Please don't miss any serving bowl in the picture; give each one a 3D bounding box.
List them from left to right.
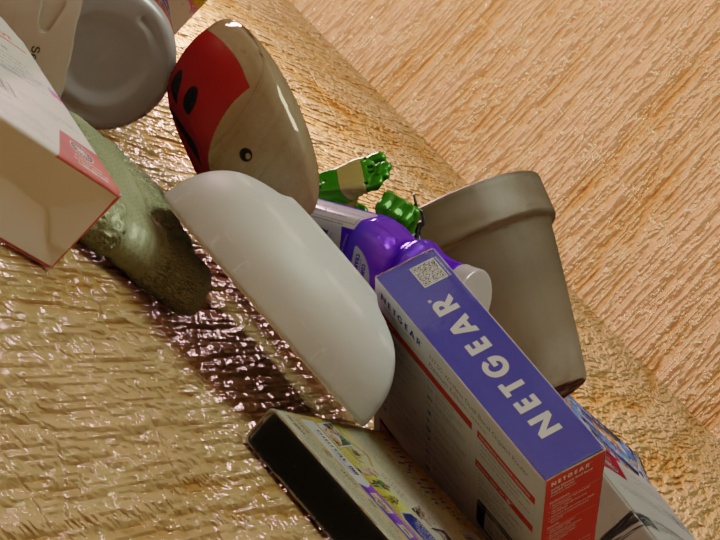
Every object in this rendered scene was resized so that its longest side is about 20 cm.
[{"bbox_3d":[-0.041,0.006,1.479,0.200,0.066,0.200,49,-1,1],"label":"serving bowl"}]

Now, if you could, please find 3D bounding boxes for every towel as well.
[{"bbox_3d":[-0.171,-0.054,1.494,0.148,0.037,0.200,38,11,-30],"label":"towel"}]

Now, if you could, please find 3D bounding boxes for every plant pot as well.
[{"bbox_3d":[0.096,0.040,1.878,0.174,0.199,0.200,64,13,13],"label":"plant pot"}]

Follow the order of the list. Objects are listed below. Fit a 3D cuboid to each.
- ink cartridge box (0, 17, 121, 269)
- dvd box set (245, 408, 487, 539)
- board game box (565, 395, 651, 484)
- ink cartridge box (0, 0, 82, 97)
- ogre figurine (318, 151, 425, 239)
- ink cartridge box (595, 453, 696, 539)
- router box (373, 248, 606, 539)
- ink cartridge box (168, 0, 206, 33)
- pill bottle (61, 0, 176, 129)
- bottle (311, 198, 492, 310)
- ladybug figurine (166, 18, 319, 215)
[{"bbox_3d":[-0.234,-0.104,1.328,0.116,0.067,0.200,35,15,-49],"label":"ink cartridge box"},{"bbox_3d":[0.019,0.153,1.414,0.146,0.029,0.200,47,10,20],"label":"dvd box set"},{"bbox_3d":[0.174,0.152,2.035,0.200,0.062,0.200,42,9,-9],"label":"board game box"},{"bbox_3d":[-0.242,-0.219,1.522,0.084,0.147,0.200,6,24,-20],"label":"ink cartridge box"},{"bbox_3d":[-0.033,-0.033,1.744,0.098,0.199,0.120,-65,152,-45],"label":"ogre figurine"},{"bbox_3d":[0.220,0.237,1.777,0.145,0.083,0.200,36,12,-44],"label":"ink cartridge box"},{"bbox_3d":[0.081,0.116,1.512,0.200,0.049,0.180,51,-25,33],"label":"router box"},{"bbox_3d":[-0.190,-0.278,1.904,0.147,0.200,0.086,38,11,-39],"label":"ink cartridge box"},{"bbox_3d":[-0.198,-0.185,1.725,0.111,0.111,0.200,41,9,-18],"label":"pill bottle"},{"bbox_3d":[0.000,0.000,1.626,0.199,0.084,0.065,17,17,34],"label":"bottle"},{"bbox_3d":[-0.088,-0.102,1.603,0.200,0.072,0.136,-127,-160,-59],"label":"ladybug figurine"}]
